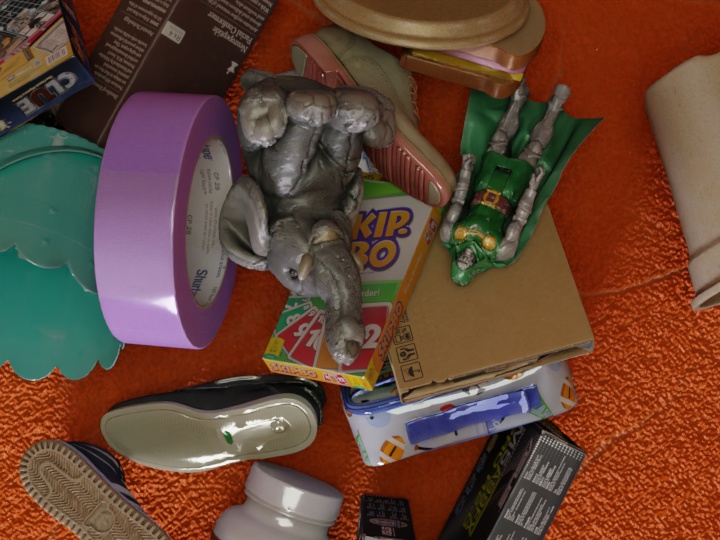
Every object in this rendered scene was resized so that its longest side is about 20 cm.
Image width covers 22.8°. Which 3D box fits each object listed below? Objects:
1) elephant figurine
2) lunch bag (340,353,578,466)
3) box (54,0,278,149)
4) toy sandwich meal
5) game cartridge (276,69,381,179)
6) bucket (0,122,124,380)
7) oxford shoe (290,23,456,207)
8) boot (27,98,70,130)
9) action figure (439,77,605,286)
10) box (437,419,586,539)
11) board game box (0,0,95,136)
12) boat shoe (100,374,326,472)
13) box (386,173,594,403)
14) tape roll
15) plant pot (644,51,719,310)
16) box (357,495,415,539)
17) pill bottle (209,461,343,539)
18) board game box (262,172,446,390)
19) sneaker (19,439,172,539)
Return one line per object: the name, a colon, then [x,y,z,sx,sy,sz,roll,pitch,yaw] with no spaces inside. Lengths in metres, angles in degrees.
elephant figurine: [-0.048,-0.046,1.404,0.140,0.155,0.202,6,103,10]
lunch bag: [0.083,0.094,1.489,0.198,0.160,0.076,-18,102,0]
box: [-0.161,-0.184,1.506,0.075,0.100,0.201,34,95,42]
toy sandwich meal: [0.055,-0.212,1.492,0.203,0.206,0.071,6,124,0]
game cartridge: [-0.011,-0.083,1.549,0.132,0.040,0.202,-15,92,-3]
bucket: [-0.274,-0.016,1.462,0.205,0.208,0.136,8,59,0]
oxford shoe: [0.025,-0.138,1.475,0.074,0.071,0.200,-31,67,-19]
boot: [-0.349,-0.178,1.532,0.153,0.073,0.204,-33,90,5]
action figure: [0.116,-0.071,1.468,0.117,0.055,0.201,15,62,17]
box: [0.111,0.217,1.493,0.044,0.160,0.201,26,93,-6]
board game box: [-0.317,-0.155,1.439,0.199,0.035,0.136,-28,48,7]
boat shoe: [-0.127,0.128,1.549,0.198,0.068,0.072,-7,117,14]
box: [0.089,0.004,1.463,0.162,0.021,0.201,-15,52,1]
tape roll: [-0.149,-0.040,1.417,0.065,0.200,0.202,5,92,10]
plant pot: [0.331,-0.092,1.480,0.199,0.200,0.185,-23,80,1]
box: [0.013,0.281,1.472,0.044,0.200,0.162,6,93,-1]
pill bottle: [-0.086,0.272,1.523,0.111,0.112,0.202,19,92,0]
board game box: [0.000,0.000,1.459,0.095,0.030,0.201,9,58,27]
sneaker: [-0.206,0.222,1.523,0.070,0.109,0.200,-41,88,-2]
